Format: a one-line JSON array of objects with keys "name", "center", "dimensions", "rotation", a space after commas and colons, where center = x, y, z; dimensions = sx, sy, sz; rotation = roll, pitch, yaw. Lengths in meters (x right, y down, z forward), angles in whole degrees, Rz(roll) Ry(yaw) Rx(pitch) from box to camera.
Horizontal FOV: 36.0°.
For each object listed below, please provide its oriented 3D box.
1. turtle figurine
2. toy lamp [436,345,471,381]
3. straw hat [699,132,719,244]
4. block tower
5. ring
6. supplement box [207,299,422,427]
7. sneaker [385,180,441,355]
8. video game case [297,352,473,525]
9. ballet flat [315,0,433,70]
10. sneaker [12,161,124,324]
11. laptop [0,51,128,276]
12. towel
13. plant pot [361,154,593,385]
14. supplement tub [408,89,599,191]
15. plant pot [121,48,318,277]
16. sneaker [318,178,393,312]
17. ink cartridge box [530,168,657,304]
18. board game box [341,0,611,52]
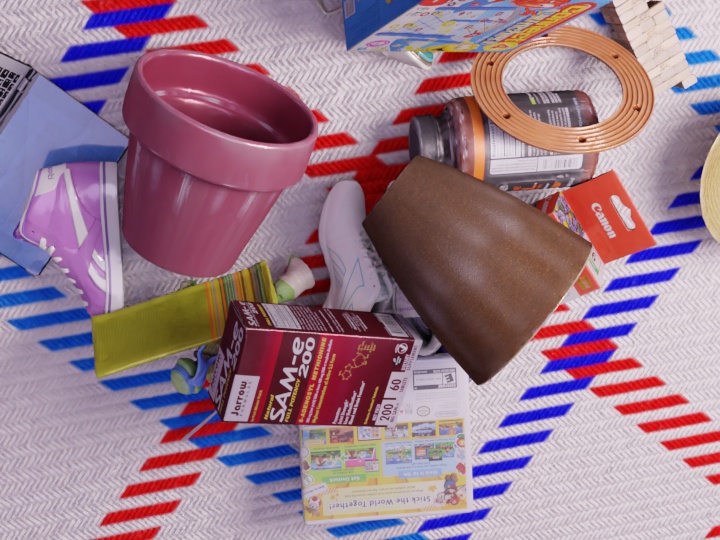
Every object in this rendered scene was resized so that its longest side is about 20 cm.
[{"name": "turtle figurine", "center": [-0.144, 0.069, 1.241], "dimensions": [0.192, 0.200, 0.145], "rotation": [-29, 81, -23]}, {"name": "toy lamp", "center": [0.045, 0.125, 1.295], "dimensions": [0.196, 0.058, 0.059], "rotation": [-11, 106, -3]}, {"name": "straw hat", "center": [0.449, -0.119, 1.276], "dimensions": [0.198, 0.085, 0.204], "rotation": [-8, 114, -18]}, {"name": "block tower", "center": [0.301, -0.286, 1.225], "dimensions": [0.057, 0.054, 0.202], "rotation": [-30, 107, 1]}, {"name": "ring", "center": [0.214, -0.193, 1.180], "dimensions": [0.197, 0.203, 0.019], "rotation": [-6, 142, -7]}, {"name": "supplement box", "center": [-0.046, 0.097, 1.129], "dimensions": [0.197, 0.061, 0.110], "rotation": [5, 114, -27]}, {"name": "sneaker", "center": [0.067, -0.002, 1.237], "dimensions": [0.074, 0.100, 0.203], "rotation": [-8, 107, 20]}, {"name": "video game case", "center": [0.028, 0.191, 1.261], "dimensions": [0.196, 0.023, 0.186], "rotation": [-3, 96, -6]}, {"name": "ballet flat", "center": [-0.003, -0.282, 1.180], "dimensions": [0.069, 0.069, 0.200], "rotation": [-40, 103, 3]}, {"name": "sneaker", "center": [-0.310, -0.018, 1.185], "dimensions": [0.112, 0.073, 0.204], "rotation": [-5, 110, -13]}, {"name": "laptop", "center": [-0.373, -0.111, 1.138], "dimensions": [0.116, 0.200, 0.188], "rotation": [39, 97, 18]}, {"name": "towel", "center": [-0.183, 0.049, 1.150], "dimensions": [0.197, 0.087, 0.018], "rotation": [-18, 132, -2]}, {"name": "plant pot", "center": [0.104, -0.018, 1.145], "dimensions": [0.199, 0.187, 0.188], "rotation": [39, 97, 0]}, {"name": "supplement tub", "center": [0.154, -0.139, 1.214], "dimensions": [0.196, 0.107, 0.109], "rotation": [-4, 106, -7]}, {"name": "plant pot", "center": [-0.162, -0.102, 1.142], "dimensions": [0.197, 0.201, 0.181], "rotation": [18, 118, -13]}, {"name": "sneaker", "center": [0.000, 0.000, 1.222], "dimensions": [0.079, 0.070, 0.204], "rotation": [1, 92, 36]}, {"name": "ink cartridge box", "center": [0.216, -0.022, 1.234], "dimensions": [0.198, 0.051, 0.110], "rotation": [-24, 111, 33]}, {"name": "board game box", "center": [0.108, -0.263, 1.074], "dimensions": [0.193, 0.199, 0.057], "rotation": [-4, 88, -23]}]
